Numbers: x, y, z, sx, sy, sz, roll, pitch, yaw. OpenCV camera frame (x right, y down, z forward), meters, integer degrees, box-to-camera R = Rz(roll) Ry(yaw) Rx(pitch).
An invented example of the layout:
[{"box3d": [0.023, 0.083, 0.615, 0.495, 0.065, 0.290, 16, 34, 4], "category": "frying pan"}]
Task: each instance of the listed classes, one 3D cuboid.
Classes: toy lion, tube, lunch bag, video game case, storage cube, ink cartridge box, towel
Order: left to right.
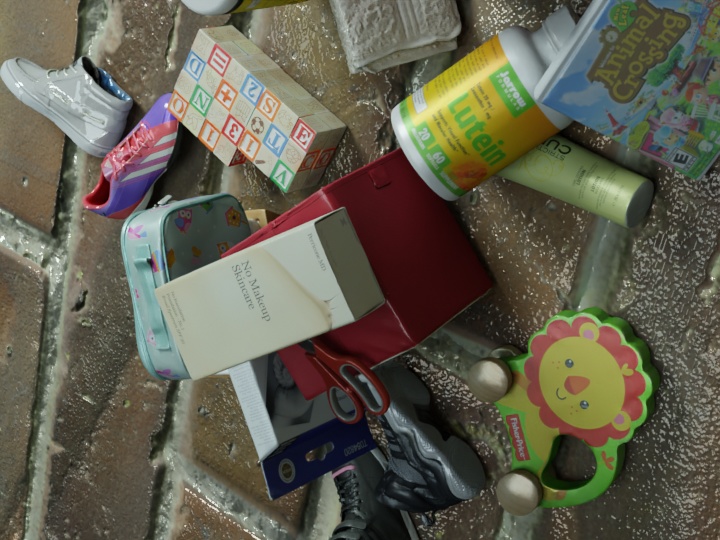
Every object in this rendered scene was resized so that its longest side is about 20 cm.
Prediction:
[{"box3d": [-0.187, 0.015, 1.463, 0.077, 0.160, 0.201, -4, 100, 37], "category": "lunch bag"}, {"box3d": [-0.057, 0.129, 1.472, 0.040, 0.199, 0.201, -18, 90, 38], "category": "ink cartridge box"}, {"box3d": [0.000, 0.000, 1.393, 0.171, 0.200, 0.180, -30, 90, 38], "category": "storage cube"}, {"box3d": [0.022, -0.305, 1.340, 0.034, 0.132, 0.201, -14, 96, 69], "category": "towel"}, {"box3d": [0.193, -0.103, 1.315, 0.200, 0.058, 0.052, 30, 147, 32], "category": "tube"}, {"box3d": [0.218, 0.142, 1.363, 0.191, 0.069, 0.201, -12, 96, 31], "category": "toy lion"}, {"box3d": [0.282, -0.194, 1.173, 0.181, 0.022, 0.200, 24, 123, -12], "category": "video game case"}]

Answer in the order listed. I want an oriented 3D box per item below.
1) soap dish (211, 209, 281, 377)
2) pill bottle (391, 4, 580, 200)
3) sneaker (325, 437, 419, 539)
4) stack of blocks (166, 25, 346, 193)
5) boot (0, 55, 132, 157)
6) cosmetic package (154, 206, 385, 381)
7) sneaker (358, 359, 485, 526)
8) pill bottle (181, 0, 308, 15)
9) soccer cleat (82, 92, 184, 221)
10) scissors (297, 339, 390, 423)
[{"box3d": [-0.142, 0.027, 1.586, 0.157, 0.081, 0.201, -4, 100, 38], "category": "soap dish"}, {"box3d": [0.138, -0.165, 1.278, 0.200, 0.111, 0.111, -34, 81, 19], "category": "pill bottle"}, {"box3d": [-0.006, 0.276, 1.541, 0.071, 0.099, 0.201, -33, 81, 40], "category": "sneaker"}, {"box3d": [-0.123, -0.177, 1.529, 0.200, 0.058, 0.115, 42, 124, 20], "category": "stack of blocks"}, {"box3d": [-0.374, -0.239, 1.705, 0.200, 0.074, 0.096, 38, 117, 14], "category": "boot"}, {"box3d": [-0.089, 0.025, 1.279, 0.199, 0.073, 0.104, -23, 94, 30], "category": "cosmetic package"}, {"box3d": [0.043, 0.197, 1.494, 0.200, 0.075, 0.114, 51, 124, 12], "category": "sneaker"}, {"box3d": [-0.094, -0.329, 1.368, 0.111, 0.200, 0.112, 17, 116, 40], "category": "pill bottle"}, {"box3d": [-0.279, -0.139, 1.640, 0.200, 0.073, 0.068, -55, 44, 35], "category": "soccer cleat"}, {"box3d": [-0.048, 0.071, 1.321, 0.200, 0.014, 0.073, 52, 131, 0], "category": "scissors"}]
